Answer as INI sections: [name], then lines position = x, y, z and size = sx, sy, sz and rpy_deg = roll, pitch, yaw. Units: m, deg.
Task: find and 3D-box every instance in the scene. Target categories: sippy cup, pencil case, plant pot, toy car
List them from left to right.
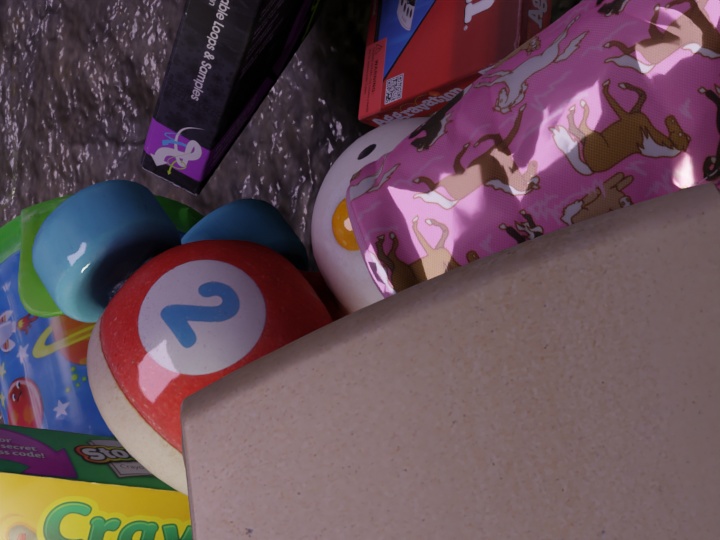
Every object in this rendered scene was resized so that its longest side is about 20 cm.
[sippy cup]
position = -0.119, 0.054, 0.978
size = 0.139, 0.177, 0.131
rpy_deg = -39, 48, 30
[toy car]
position = 0.000, 0.000, 0.833
size = 0.200, 0.176, 0.185
rpy_deg = -49, 61, 22
[plant pot]
position = 0.040, 0.110, 0.666
size = 0.200, 0.176, 0.201
rpy_deg = 77, -176, -70
[pencil case]
position = 0.089, -0.048, 0.719
size = 0.199, 0.083, 0.087
rpy_deg = -34, 25, 16

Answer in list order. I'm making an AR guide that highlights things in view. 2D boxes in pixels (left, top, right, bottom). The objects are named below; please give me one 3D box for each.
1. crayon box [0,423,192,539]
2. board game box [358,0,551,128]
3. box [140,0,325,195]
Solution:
[crayon box]
position = -0.105, 0.165, 0.912
size = 0.058, 0.199, 0.174
rpy_deg = -131, 54, -60
[board game box]
position = 0.046, -0.166, 0.855
size = 0.103, 0.019, 0.201
rpy_deg = -17, 61, 49
[box]
position = -0.032, -0.144, 0.869
size = 0.143, 0.036, 0.200
rpy_deg = -60, -5, -40
